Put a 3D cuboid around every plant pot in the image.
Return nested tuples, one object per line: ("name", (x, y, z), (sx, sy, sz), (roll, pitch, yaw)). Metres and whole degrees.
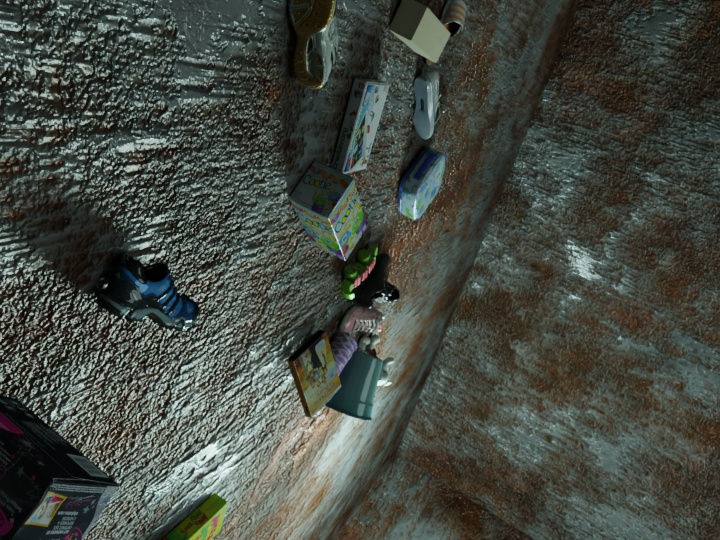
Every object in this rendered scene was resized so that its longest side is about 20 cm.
("plant pot", (-0.023, 0.365, 1.853), (0.200, 0.197, 0.199), (40, 69, -71))

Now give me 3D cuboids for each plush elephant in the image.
("plush elephant", (0.052, 0.351, 2.058), (0.202, 0.153, 0.165), (-63, 161, -3))

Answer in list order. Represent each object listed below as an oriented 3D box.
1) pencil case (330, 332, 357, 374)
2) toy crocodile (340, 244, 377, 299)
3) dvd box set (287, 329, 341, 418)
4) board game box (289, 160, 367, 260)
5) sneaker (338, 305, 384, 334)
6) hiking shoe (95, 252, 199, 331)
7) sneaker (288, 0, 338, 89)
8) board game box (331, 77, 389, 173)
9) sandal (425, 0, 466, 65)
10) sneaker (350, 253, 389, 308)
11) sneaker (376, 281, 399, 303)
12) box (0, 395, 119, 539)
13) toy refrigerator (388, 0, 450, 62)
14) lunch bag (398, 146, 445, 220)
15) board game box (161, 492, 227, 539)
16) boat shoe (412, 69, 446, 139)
("pencil case", (-0.085, 0.288, 1.724), (0.201, 0.083, 0.086), (-53, 148, -31))
("toy crocodile", (0.000, 0.000, 1.619), (0.200, 0.061, 0.068), (-50, 157, -38))
("dvd box set", (-0.126, 0.290, 1.574), (0.146, 0.029, 0.203), (-40, 127, -41))
("board game box", (-0.065, -0.125, 1.220), (0.104, 0.104, 0.201), (-57, 160, -17))
("sneaker", (0.015, 0.165, 1.807), (0.200, 0.104, 0.076), (-22, 138, -61))
("hiking shoe", (-0.298, 0.037, 0.847), (0.088, 0.074, 0.200), (-63, 161, -1))
("sneaker", (-0.071, -0.409, 0.919), (0.088, 0.074, 0.202), (-66, 172, -47))
("board game box", (0.000, -0.322, 1.249), (0.126, 0.034, 0.203), (-30, 141, -60))
("sandal", (0.234, -0.625, 1.450), (0.210, 0.059, 0.079), (-67, 161, 7))
("sneaker", (0.049, 0.038, 1.755), (0.202, 0.090, 0.076), (-58, 159, -21))
("sneaker", (0.097, 0.085, 1.942), (0.067, 0.090, 0.200), (-59, 161, -10))
("box", (-0.402, 0.234, 0.628), (0.116, 0.198, 0.133), (-56, 160, -15))
("toy refrigerator", (0.137, -0.547, 1.279), (0.077, 0.069, 0.199), (-62, 162, 17))
("lunch bag", (0.191, -0.275, 1.747), (0.201, 0.082, 0.162), (-55, 160, -26))
("board game box", (-0.413, 0.648, 1.364), (0.199, 0.047, 0.103), (-29, 141, -60))
("boat shoe", (0.192, -0.456, 1.525), (0.086, 0.074, 0.203), (-37, 146, -19))
